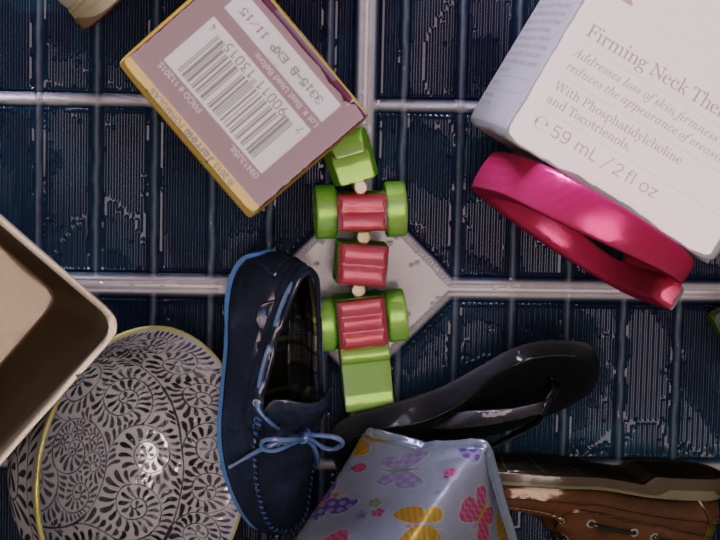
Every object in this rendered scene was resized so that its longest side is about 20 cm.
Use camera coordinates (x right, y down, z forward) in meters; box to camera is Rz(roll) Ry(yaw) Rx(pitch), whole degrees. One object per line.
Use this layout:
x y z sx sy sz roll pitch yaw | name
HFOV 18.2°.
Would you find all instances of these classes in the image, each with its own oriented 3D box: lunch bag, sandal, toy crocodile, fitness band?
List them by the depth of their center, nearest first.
0.147 -0.030 1.495 0.143 0.200 0.038 34 88 -11 | fitness band
0.039 0.235 1.514 0.127 0.170 0.201 5 127 30 | lunch bag
0.000 0.000 1.557 0.067 0.062 0.201 -2 98 -4 | toy crocodile
0.078 0.107 1.571 0.199 0.043 0.076 -23 142 6 | sandal

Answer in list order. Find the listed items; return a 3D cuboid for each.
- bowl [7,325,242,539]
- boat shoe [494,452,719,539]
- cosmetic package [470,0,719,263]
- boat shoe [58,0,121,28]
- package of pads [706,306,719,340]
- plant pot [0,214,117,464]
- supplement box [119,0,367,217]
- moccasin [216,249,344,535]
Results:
-0.177 0.135 1.528 0.094 0.200 0.202 4 100 39 | bowl
0.159 0.170 1.585 0.199 0.072 0.068 5 100 -6 | boat shoe
0.200 -0.138 1.502 0.167 0.166 0.201 30 93 -7 | cosmetic package
-0.134 -0.251 1.510 0.200 0.071 0.065 -42 99 3 | boat shoe
0.362 0.080 1.592 0.154 0.068 0.201 -31 99 0 | package of pads
-0.293 0.032 1.480 0.200 0.177 0.200 41 92 -8 | plant pot
-0.077 -0.121 1.466 0.103 0.200 0.131 -41 98 1 | supplement box
-0.057 0.089 1.539 0.080 0.068 0.201 -19 109 -43 | moccasin
